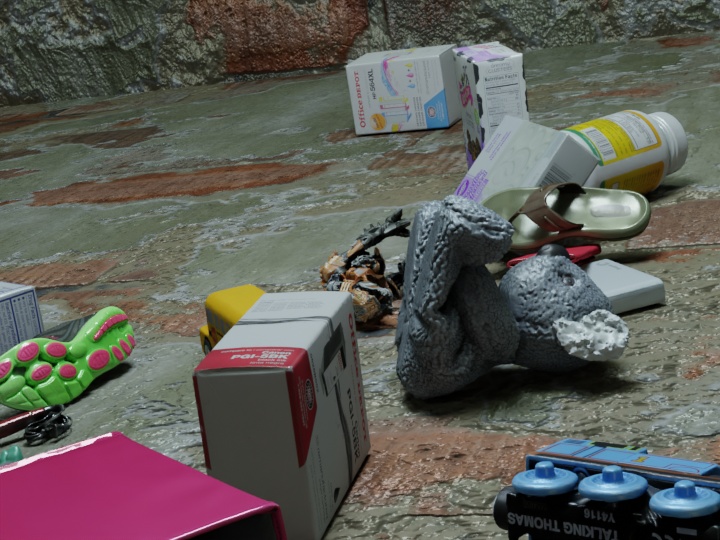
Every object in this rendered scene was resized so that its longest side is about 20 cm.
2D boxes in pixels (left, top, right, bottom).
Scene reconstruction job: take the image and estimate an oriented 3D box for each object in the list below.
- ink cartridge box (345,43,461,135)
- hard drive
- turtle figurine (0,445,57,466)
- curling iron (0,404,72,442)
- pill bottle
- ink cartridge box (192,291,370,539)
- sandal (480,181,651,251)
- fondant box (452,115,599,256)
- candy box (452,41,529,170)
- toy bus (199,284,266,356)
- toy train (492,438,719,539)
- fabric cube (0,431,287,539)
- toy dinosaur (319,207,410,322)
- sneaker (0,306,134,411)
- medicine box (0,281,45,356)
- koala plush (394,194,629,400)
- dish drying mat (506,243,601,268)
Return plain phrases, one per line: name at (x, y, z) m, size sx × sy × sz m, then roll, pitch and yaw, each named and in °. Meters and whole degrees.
ink cartridge box at (0.069, -0.315, 2.971) m, size 0.198 × 0.130 × 0.125 m, roll -4°, pitch 15°, yaw 20°
hard drive at (0.197, 0.032, 1.756) m, size 0.198 × 0.027 × 0.132 m, roll -13°, pitch 15°, yaw -17°
turtle figurine at (-0.331, 0.178, 1.354) m, size 0.149 × 0.102 × 0.199 m, roll 21°, pitch 14°, yaw 35°
curling iron at (-0.364, 0.161, 1.582) m, size 0.198 × 0.026 × 0.049 m, roll -15°, pitch 13°, yaw -22°
pill bottle at (0.326, -0.143, 2.182) m, size 0.199 × 0.114 × 0.112 m, roll -19°, pitch 18°, yaw -35°
ink cartridge box at (-0.057, 0.113, 1.344) m, size 0.082 × 0.148 × 0.200 m, roll -4°, pitch 16°, yaw 14°
sandal at (0.226, -0.071, 1.903) m, size 0.199 × 0.081 × 0.058 m, roll -5°, pitch -30°, yaw 5°
fondant box at (0.192, -0.103, 2.049) m, size 0.058 × 0.145 × 0.200 m, roll 34°, pitch 0°, yaw -19°
candy box at (0.184, -0.202, 2.314) m, size 0.071 × 0.202 × 0.168 m, roll -9°, pitch 14°, yaw -4°
toy bus at (-0.108, 0.066, 1.693) m, size 0.064 × 0.079 × 0.200 m, roll -13°, pitch 15°, yaw -19°
toy train at (0.188, 0.165, 1.134) m, size 0.199 × 0.088 × 0.114 m, roll 3°, pitch 12°, yaw 39°
fabric cube at (-0.153, 0.220, 0.884) m, size 0.195 × 0.202 × 0.199 m, roll -18°, pitch 15°, yaw -30°
toy dinosaur at (0.000, 0.000, 1.880) m, size 0.135 × 0.103 × 0.200 m, roll -28°, pitch 40°, yaw -10°
sneaker at (-0.315, 0.098, 1.742) m, size 0.083 × 0.077 × 0.199 m, roll -20°, pitch 2°, yaw 36°
medicine box at (-0.463, 0.082, 1.794) m, size 0.199 × 0.104 × 0.181 m, roll -20°, pitch 18°, yaw -40°
koala plush at (0.142, 0.040, 1.559) m, size 0.198 × 0.186 × 0.177 m, roll 11°, pitch 0°, yaw -8°
dish drying mat at (0.215, -0.013, 1.850) m, size 0.076 × 0.018 × 0.200 m, roll -5°, pitch 3°, yaw 16°
